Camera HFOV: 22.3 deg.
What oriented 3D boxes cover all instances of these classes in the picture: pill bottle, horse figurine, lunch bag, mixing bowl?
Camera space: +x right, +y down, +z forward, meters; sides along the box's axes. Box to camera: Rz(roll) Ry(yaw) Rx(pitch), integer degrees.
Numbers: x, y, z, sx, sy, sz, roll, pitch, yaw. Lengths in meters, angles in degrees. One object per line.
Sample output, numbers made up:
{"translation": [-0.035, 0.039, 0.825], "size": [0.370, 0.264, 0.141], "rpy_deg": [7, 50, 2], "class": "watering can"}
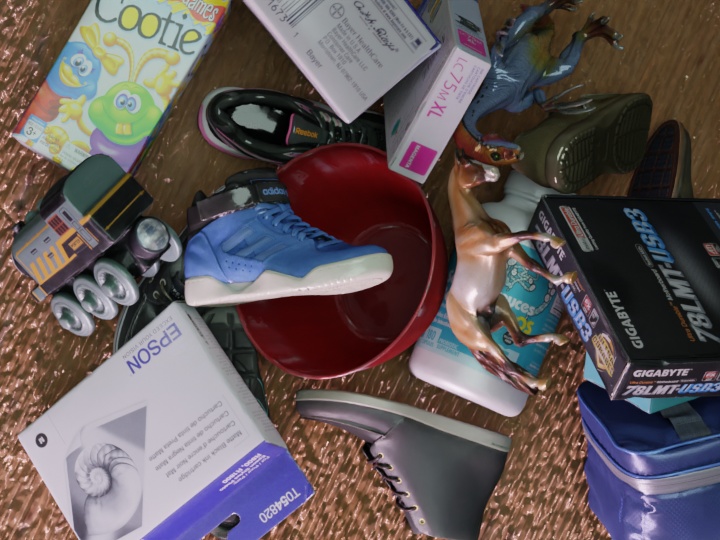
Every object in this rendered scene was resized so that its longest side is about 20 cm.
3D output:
{"translation": [0.126, 0.018, 1.604], "size": [0.110, 0.111, 0.202], "rpy_deg": [22, 87, -5], "class": "pill bottle"}
{"translation": [0.114, 0.015, 1.492], "size": [0.050, 0.132, 0.202], "rpy_deg": [-30, 132, -40], "class": "horse figurine"}
{"translation": [0.267, 0.153, 1.579], "size": [0.134, 0.200, 0.134], "rpy_deg": [-10, 108, -8], "class": "lunch bag"}
{"translation": [0.000, 0.000, 1.568], "size": [0.198, 0.108, 0.202], "rpy_deg": [-7, 76, 29], "class": "mixing bowl"}

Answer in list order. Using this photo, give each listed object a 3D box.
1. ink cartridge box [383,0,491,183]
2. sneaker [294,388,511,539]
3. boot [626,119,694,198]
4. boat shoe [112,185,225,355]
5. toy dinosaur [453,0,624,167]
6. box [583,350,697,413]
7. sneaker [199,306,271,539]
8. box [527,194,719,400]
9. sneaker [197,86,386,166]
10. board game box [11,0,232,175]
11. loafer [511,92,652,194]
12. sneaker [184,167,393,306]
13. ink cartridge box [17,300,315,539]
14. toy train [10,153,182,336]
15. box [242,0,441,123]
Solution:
{"translation": [0.061, -0.169, 1.544], "size": [0.042, 0.201, 0.120], "rpy_deg": [23, 115, -15], "class": "ink cartridge box"}
{"translation": [0.029, 0.171, 1.609], "size": [0.198, 0.075, 0.107], "rpy_deg": [16, 85, -6], "class": "sneaker"}
{"translation": [0.294, -0.030, 1.656], "size": [0.096, 0.075, 0.202], "rpy_deg": [13, 83, -27], "class": "boot"}
{"translation": [-0.150, 0.011, 1.598], "size": [0.070, 0.066, 0.201], "rpy_deg": [38, 86, -4], "class": "boat shoe"}
{"translation": [0.140, -0.157, 1.553], "size": [0.181, 0.200, 0.105], "rpy_deg": [-44, 93, -11], "class": "toy dinosaur"}
{"translation": [0.291, 0.063, 1.563], "size": [0.199, 0.082, 0.050], "rpy_deg": [-14, 117, -35], "class": "box"}
{"translation": [-0.114, 0.131, 1.596], "size": [0.075, 0.079, 0.202], "rpy_deg": [-1, 90, 17], "class": "sneaker"}
{"translation": [0.261, 0.019, 1.507], "size": [0.197, 0.201, 0.050], "rpy_deg": [2, 132, -23], "class": "box"}
{"translation": [-0.045, -0.113, 1.601], "size": [0.198, 0.086, 0.081], "rpy_deg": [8, 90, -6], "class": "sneaker"}
{"translation": [-0.203, -0.173, 1.577], "size": [0.104, 0.103, 0.201], "rpy_deg": [30, 87, -5], "class": "board game box"}
{"translation": [0.195, -0.119, 1.593], "size": [0.067, 0.199, 0.077], "rpy_deg": [18, 110, 28], "class": "loafer"}
{"translation": [-0.064, -0.034, 1.506], "size": [0.198, 0.076, 0.113], "rpy_deg": [-7, 84, 36], "class": "sneaker"}
{"translation": [-0.168, 0.164, 1.552], "size": [0.199, 0.041, 0.201], "rpy_deg": [-40, 77, 16], "class": "ink cartridge box"}
{"translation": [-0.228, -0.020, 1.531], "size": [0.114, 0.200, 0.085], "rpy_deg": [48, 57, -8], "class": "toy train"}
{"translation": [-0.041, -0.236, 1.526], "size": [0.105, 0.200, 0.184], "rpy_deg": [-39, 106, 1], "class": "box"}
